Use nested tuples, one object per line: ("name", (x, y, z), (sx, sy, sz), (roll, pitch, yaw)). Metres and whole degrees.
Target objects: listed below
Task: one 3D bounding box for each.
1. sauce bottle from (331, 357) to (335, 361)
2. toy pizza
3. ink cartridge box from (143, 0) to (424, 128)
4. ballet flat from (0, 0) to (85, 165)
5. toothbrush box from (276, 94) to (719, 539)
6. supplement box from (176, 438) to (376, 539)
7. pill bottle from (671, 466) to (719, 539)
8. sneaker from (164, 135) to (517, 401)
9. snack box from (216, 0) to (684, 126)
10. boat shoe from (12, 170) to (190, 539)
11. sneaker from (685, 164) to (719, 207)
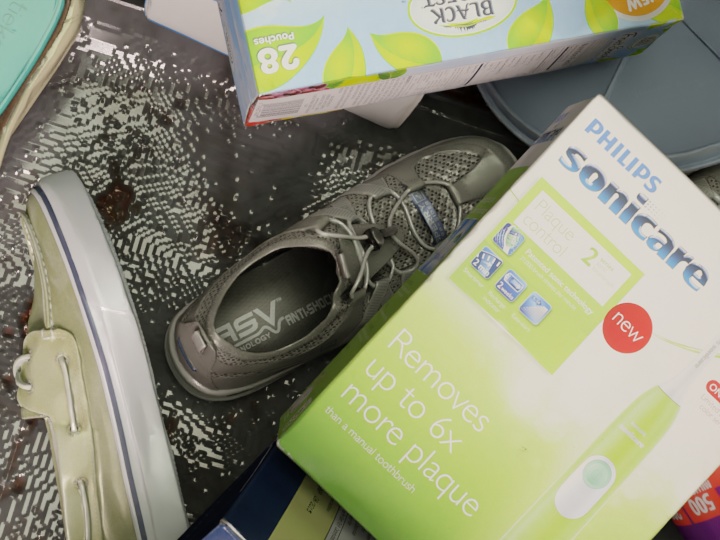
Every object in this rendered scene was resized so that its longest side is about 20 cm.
("sauce bottle", (0.034, 0.132, 0.816), (0.064, 0.065, 0.201), (-16, 86, -11))
("toy pizza", (0.151, -0.132, 0.859), (0.199, 0.032, 0.201), (-8, 62, 16))
("ink cartridge box", (-0.002, -0.196, 0.850), (0.144, 0.085, 0.201), (23, 77, -6))
("ballet flat", (-0.197, -0.062, 0.810), (0.069, 0.069, 0.200), (36, 83, -2))
("toothbrush box", (0.081, 0.047, 0.742), (0.146, 0.086, 0.200), (44, 89, -2))
("supplement box", (-0.040, 0.221, 0.723), (0.200, 0.134, 0.200), (44, 102, -1))
("pill bottle", (0.229, 0.140, 0.823), (0.112, 0.112, 0.201), (-32, 87, -12))
("sneaker", (0.000, 0.000, 0.822), (0.200, 0.082, 0.075), (-35, 88, -12))
("snack box", (0.028, -0.168, 0.773), (0.199, 0.068, 0.170), (-11, 84, -10))
("boat shoe", (-0.130, 0.054, 0.798), (0.062, 0.072, 0.201), (-16, 87, -14))
("sneaker", (0.154, -0.001, 0.836), (0.199, 0.082, 0.075), (-29, 89, -8))
